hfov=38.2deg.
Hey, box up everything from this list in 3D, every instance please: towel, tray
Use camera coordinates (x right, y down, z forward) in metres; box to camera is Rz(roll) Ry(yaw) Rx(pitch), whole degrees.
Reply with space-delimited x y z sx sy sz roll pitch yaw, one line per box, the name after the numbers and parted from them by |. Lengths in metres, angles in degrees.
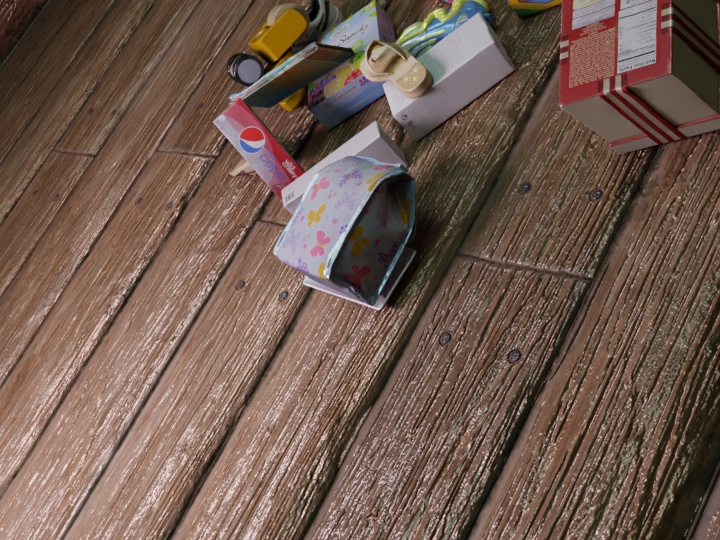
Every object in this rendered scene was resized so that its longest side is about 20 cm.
-0.121 -0.342 1.828 0.199 0.146 0.022 -28 85 26 | towel
0.000 0.000 1.592 0.199 0.022 0.108 17 70 50 | tray

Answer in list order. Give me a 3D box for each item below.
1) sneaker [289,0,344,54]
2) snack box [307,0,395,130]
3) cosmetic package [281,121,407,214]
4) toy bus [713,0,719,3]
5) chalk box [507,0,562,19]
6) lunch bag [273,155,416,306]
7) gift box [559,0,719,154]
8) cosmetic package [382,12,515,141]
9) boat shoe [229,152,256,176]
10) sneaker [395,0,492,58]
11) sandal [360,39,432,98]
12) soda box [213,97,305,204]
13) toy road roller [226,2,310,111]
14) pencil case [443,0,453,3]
-0.123 -0.455 2.060 0.201 0.088 0.075 -53 39 -5 | sneaker
-0.016 -0.377 1.903 0.168 0.068 0.201 -30 39 23 | snack box
-0.027 -0.151 1.704 0.199 0.083 0.051 -34 37 16 | cosmetic package
0.418 -0.390 1.493 0.199 0.065 0.079 20 74 50 | toy bus
0.318 -0.511 1.651 0.199 0.124 0.126 -11 49 37 | chalk box
-0.009 -0.070 1.545 0.169 0.127 0.201 20 82 53 | lunch bag
0.377 -0.277 1.329 0.183 0.186 0.202 -5 69 44 | gift box
0.141 -0.314 1.690 0.199 0.071 0.102 -34 39 18 | cosmetic package
-0.185 -0.201 1.914 0.200 0.072 0.073 -18 46 64 | boat shoe
0.138 -0.387 1.755 0.200 0.076 0.105 -41 38 7 | sneaker
0.043 -0.348 1.699 0.078 0.070 0.212 -47 37 1 | sandal
-0.160 -0.198 1.778 0.063 0.200 0.070 -41 2 3 | soda box
-0.150 -0.393 1.971 0.200 0.146 0.123 -49 20 1 | toy road roller
0.140 -0.542 1.883 0.089 0.088 0.200 -48 36 -1 | pencil case
